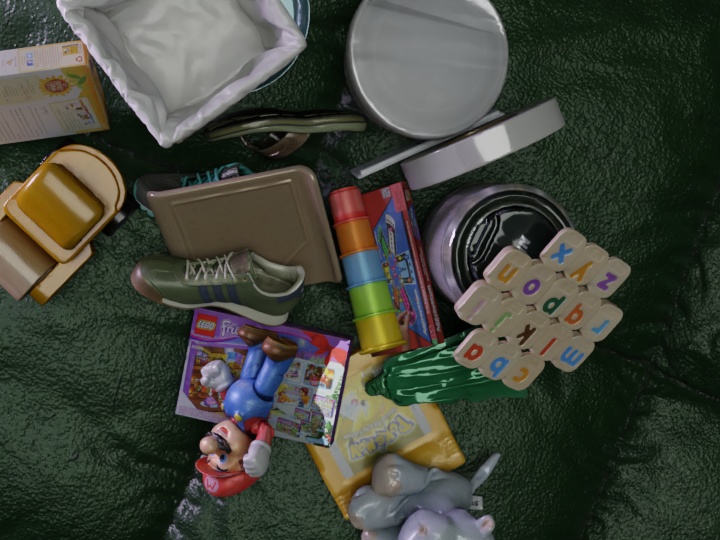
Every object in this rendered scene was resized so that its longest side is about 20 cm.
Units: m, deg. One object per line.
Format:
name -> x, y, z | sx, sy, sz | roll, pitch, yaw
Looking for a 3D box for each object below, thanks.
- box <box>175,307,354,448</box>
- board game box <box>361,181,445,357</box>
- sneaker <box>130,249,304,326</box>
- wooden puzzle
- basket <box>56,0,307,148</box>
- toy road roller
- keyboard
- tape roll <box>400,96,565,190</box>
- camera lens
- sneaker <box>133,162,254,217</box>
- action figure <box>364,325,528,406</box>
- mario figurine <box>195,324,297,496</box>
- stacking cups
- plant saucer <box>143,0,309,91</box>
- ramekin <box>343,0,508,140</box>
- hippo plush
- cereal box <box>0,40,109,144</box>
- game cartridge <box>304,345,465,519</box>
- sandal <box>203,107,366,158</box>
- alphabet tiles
box -> -0.118, 0.129, 1.252 | 0.199, 0.039, 0.137 | 12, 94, 6
board game box -> 0.036, 0.001, 1.247 | 0.103, 0.019, 0.201 | -15, 87, 38
sneaker -> -0.155, 0.003, 1.173 | 0.200, 0.067, 0.090 | 16, 136, -26
wooden puzzle -> -0.133, -0.042, 1.202 | 0.199, 0.037, 0.185 | -7, 135, 6
basket -> -0.197, -0.270, 1.140 | 0.198, 0.161, 0.200 | -36, 100, -3
toy road roller -> -0.360, -0.058, 1.170 | 0.123, 0.146, 0.200 | 44, 88, -9
keyboard -> 0.082, -0.160, 1.267 | 0.199, 0.056, 0.011 | -24, 102, -5
tape roll -> 0.144, -0.150, 1.204 | 0.202, 0.203, 0.037 | -25, 97, -5
camera lens -> 0.160, -0.025, 1.217 | 0.159, 0.200, 0.161 | -1, 95, -7
sneaker -> -0.169, -0.097, 1.214 | 0.199, 0.078, 0.091 | 8, 139, -14
action figure -> 0.102, 0.125, 1.268 | 0.199, 0.055, 0.119 | -13, 103, -3
mario figurine -> -0.145, 0.167, 1.180 | 0.106, 0.123, 0.201 | 17, 92, -7
stacking cups -> 0.000, 0.000, 1.228 | 0.060, 0.061, 0.201 | -15, 82, -6
plant saucer -> -0.162, -0.314, 1.234 | 0.199, 0.027, 0.201 | -1, 95, -8
ramekin -> 0.071, -0.255, 1.227 | 0.202, 0.094, 0.203 | 0, 90, -14
hippo plush -> 0.094, 0.329, 1.244 | 0.199, 0.161, 0.160 | 7, 113, -22
cereal box -> -0.399, -0.196, 1.156 | 0.199, 0.144, 0.040 | -8, 69, -8
game cartridge -> 0.016, 0.201, 1.304 | 0.176, 0.032, 0.200 | -29, 97, -4
sandal -> -0.090, -0.165, 1.236 | 0.200, 0.080, 0.058 | -2, 109, -8
alphabet tiles -> 0.201, 0.045, 1.128 | 0.200, 0.015, 0.196 | 26, 111, -34
